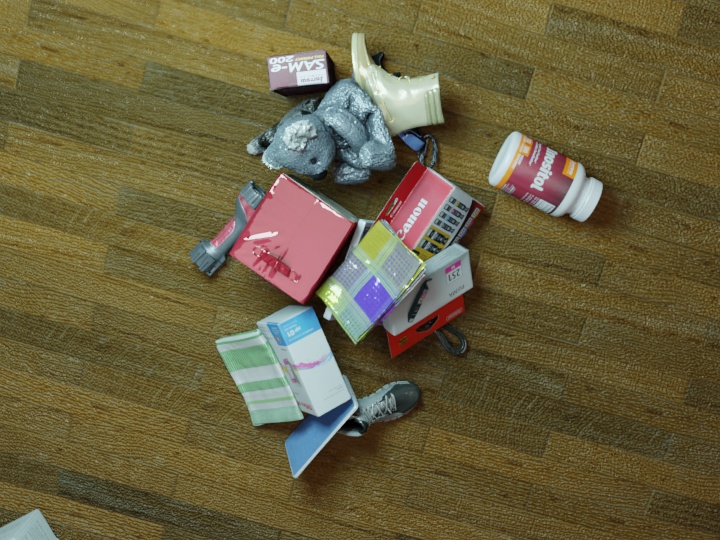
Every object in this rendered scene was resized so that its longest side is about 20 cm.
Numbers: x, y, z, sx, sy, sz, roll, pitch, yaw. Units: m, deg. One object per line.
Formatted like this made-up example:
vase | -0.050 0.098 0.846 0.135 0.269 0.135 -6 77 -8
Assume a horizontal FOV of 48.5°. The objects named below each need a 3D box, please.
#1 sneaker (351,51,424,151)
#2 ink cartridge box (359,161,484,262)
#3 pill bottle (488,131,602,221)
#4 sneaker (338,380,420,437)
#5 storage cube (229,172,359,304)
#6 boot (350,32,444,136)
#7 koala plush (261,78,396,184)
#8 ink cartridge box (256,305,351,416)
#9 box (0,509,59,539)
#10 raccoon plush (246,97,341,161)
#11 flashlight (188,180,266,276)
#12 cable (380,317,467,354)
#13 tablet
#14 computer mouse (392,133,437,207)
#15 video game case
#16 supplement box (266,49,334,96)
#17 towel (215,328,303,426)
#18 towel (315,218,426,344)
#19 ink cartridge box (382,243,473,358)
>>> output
sneaker | 0.071 -0.327 1.543 0.078 0.070 0.201 -38 96 13
ink cartridge box | 0.117 -0.083 1.525 0.084 0.175 0.201 40 101 35
pill bottle | 0.357 -0.175 1.538 0.198 0.113 0.114 25 99 -3
sneaker | 0.031 0.293 1.625 0.198 0.116 0.076 -21 99 5
storage cube | -0.117 -0.064 1.529 0.170 0.200 0.181 34 96 1
boot | 0.068 -0.352 1.473 0.153 0.073 0.203 -13 95 10
koala plush | -0.071 -0.233 1.420 0.198 0.177 0.186 -19 92 -23
ink cartridge box | -0.113 0.178 1.588 0.084 0.144 0.202 -27 99 -22
box | -0.741 0.658 1.702 0.198 0.131 0.201 -27 98 7
raccoon plush | -0.108 -0.248 1.574 0.199 0.097 0.134 -23 114 35
flashlight | -0.263 -0.086 1.598 0.200 0.068 0.068 -44 138 11
cable | 0.133 0.100 1.639 0.198 0.050 0.098 24 82 -15
tablet | -0.081 0.316 1.629 0.014 0.130 0.200 36 100 -24
computer mouse | 0.112 -0.172 1.592 0.058 0.034 0.202 21 95 19
video game case | 0.000 0.000 1.568 0.018 0.143 0.202 25 100 24
supplement box | -0.105 -0.361 1.476 0.107 0.200 0.062 -7 99 3
towel | -0.209 0.220 1.628 0.151 0.023 0.202 -15 101 41
towel | 0.017 0.018 1.456 0.200 0.023 0.144 -47 62 15
ink cartridge box | 0.132 0.067 1.543 0.199 0.043 0.175 -30 128 -22
